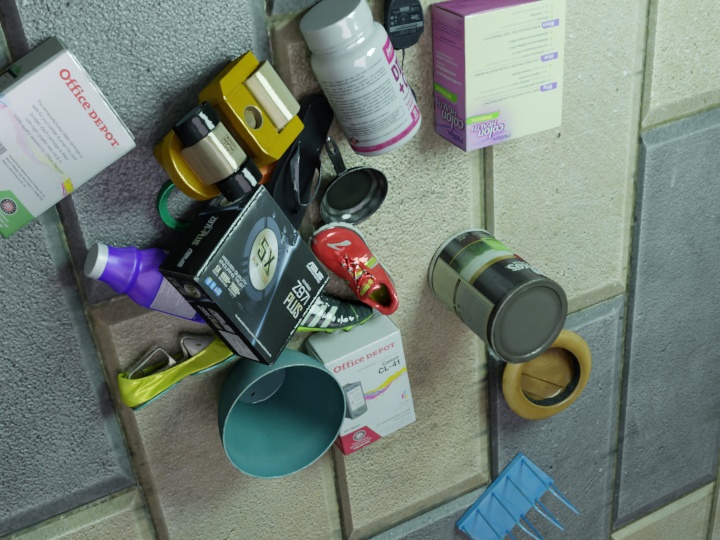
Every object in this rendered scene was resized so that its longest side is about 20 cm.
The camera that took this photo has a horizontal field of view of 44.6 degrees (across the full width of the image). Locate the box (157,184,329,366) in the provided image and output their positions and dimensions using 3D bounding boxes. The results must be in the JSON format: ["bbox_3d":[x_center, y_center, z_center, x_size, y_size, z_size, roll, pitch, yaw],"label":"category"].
[{"bbox_3d":[-0.156,0.005,1.224,0.165,0.085,0.201,-56,134,-25],"label":"box"}]

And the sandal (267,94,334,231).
[{"bbox_3d":[-0.082,-0.147,1.247,0.076,0.043,0.203,0,111,-50],"label":"sandal"}]

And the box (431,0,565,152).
[{"bbox_3d":[0.206,-0.304,1.310,0.174,0.097,0.203,-18,122,-20],"label":"box"}]

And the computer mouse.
[{"bbox_3d":[0.060,-0.313,1.270,0.058,0.034,0.202,-11,127,-13],"label":"computer mouse"}]

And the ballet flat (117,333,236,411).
[{"bbox_3d":[-0.270,0.135,1.307,0.198,0.067,0.068,-28,104,-11],"label":"ballet flat"}]

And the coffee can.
[{"bbox_3d":[0.220,0.037,1.434,0.144,0.200,0.148,-13,121,-23],"label":"coffee can"}]

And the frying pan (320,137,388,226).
[{"bbox_3d":[-0.033,-0.124,1.290,0.115,0.031,0.189,-44,142,15],"label":"frying pan"}]

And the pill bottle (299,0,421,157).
[{"bbox_3d":[0.000,-0.268,1.204,0.113,0.113,0.201,-35,126,-8],"label":"pill bottle"}]

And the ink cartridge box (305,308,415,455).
[{"bbox_3d":[0.002,0.186,1.466,0.146,0.086,0.202,-23,125,-16],"label":"ink cartridge box"}]

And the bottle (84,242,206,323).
[{"bbox_3d":[-0.284,0.013,1.228,0.198,0.065,0.085,19,100,-35],"label":"bottle"}]

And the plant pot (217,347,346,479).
[{"bbox_3d":[-0.139,0.199,1.363,0.197,0.135,0.203,-13,121,-23],"label":"plant pot"}]

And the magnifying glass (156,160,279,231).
[{"bbox_3d":[-0.192,-0.116,1.241,0.197,0.022,0.081,-21,123,-16],"label":"magnifying glass"}]

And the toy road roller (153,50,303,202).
[{"bbox_3d":[-0.184,-0.178,1.159,0.123,0.145,0.201,52,49,-22],"label":"toy road roller"}]

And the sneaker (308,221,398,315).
[{"bbox_3d":[0.000,0.000,1.358,0.077,0.085,0.200,-41,128,12],"label":"sneaker"}]

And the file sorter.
[{"bbox_3d":[0.326,0.508,1.793,0.200,0.123,0.139,-48,128,2],"label":"file sorter"}]

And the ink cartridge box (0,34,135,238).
[{"bbox_3d":[-0.397,-0.162,1.060,0.199,0.084,0.146,-37,127,-6],"label":"ink cartridge box"}]

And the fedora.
[{"bbox_3d":[0.339,0.183,1.652,0.198,0.082,0.204,-9,117,-19],"label":"fedora"}]

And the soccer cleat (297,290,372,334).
[{"bbox_3d":[-0.068,0.056,1.374,0.197,0.067,0.082,-5,105,-26],"label":"soccer cleat"}]
